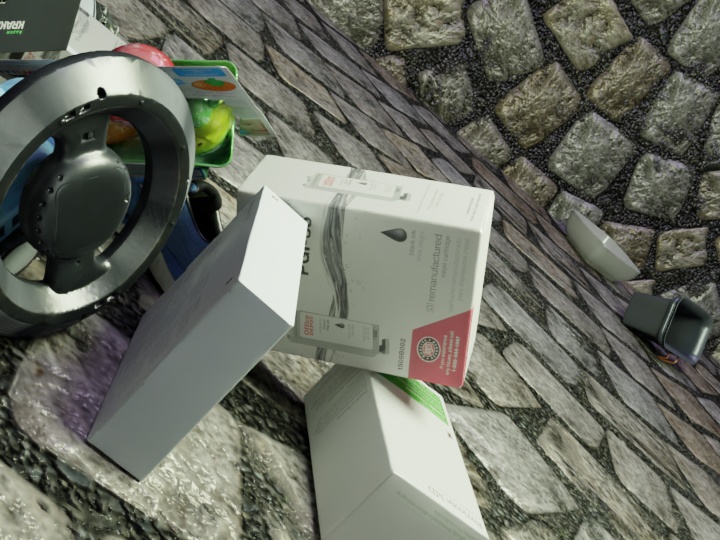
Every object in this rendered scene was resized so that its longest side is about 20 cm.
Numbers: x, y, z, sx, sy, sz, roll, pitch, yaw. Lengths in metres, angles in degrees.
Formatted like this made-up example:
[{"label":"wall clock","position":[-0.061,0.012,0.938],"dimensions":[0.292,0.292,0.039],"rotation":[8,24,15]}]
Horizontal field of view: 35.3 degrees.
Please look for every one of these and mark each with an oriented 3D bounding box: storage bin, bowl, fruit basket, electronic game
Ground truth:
[{"label":"storage bin","position":[0.708,0.133,2.641],"dimensions":[0.134,0.147,0.199],"rotation":[20,-4,44]},{"label":"bowl","position":[0.636,-0.056,3.027],"dimensions":[0.199,0.075,0.201],"rotation":[32,20,-38]},{"label":"fruit basket","position":[-0.171,-0.126,0.875],"dimensions":[0.183,0.095,0.200],"rotation":[3,0,6]},{"label":"electronic game","position":[-0.183,-0.045,0.725],"dimensions":[0.041,0.201,0.200],"rotation":[33,9,27]}]

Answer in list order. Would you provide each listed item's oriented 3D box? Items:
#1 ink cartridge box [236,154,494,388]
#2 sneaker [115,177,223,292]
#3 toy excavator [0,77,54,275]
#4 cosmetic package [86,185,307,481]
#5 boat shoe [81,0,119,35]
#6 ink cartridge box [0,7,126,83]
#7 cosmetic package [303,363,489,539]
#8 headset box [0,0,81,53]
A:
[{"label":"ink cartridge box","position":[0.000,0.000,0.924],"dimensions":[0.198,0.148,0.083],"rotation":[10,28,10]},{"label":"sneaker","position":[-0.167,-0.056,0.992],"dimensions":[0.200,0.089,0.078],"rotation":[46,15,15]},{"label":"toy excavator","position":[-0.267,-0.061,0.708],"dimensions":[0.100,0.194,0.200],"rotation":[46,-12,11]},{"label":"cosmetic package","position":[-0.106,0.035,0.792],"dimensions":[0.052,0.151,0.200],"rotation":[39,17,-13]},{"label":"boat shoe","position":[-0.300,-0.272,1.255],"dimensions":[0.071,0.072,0.200],"rotation":[31,17,-25]},{"label":"ink cartridge box","position":[-0.285,-0.195,1.073],"dimensions":[0.200,0.083,0.147],"rotation":[39,16,-19]},{"label":"cosmetic package","position":[0.022,0.157,0.921],"dimensions":[0.107,0.085,0.200],"rotation":[38,15,-23]},{"label":"headset box","position":[-0.310,-0.234,0.791],"dimensions":[0.200,0.093,0.173],"rotation":[44,35,25]}]
